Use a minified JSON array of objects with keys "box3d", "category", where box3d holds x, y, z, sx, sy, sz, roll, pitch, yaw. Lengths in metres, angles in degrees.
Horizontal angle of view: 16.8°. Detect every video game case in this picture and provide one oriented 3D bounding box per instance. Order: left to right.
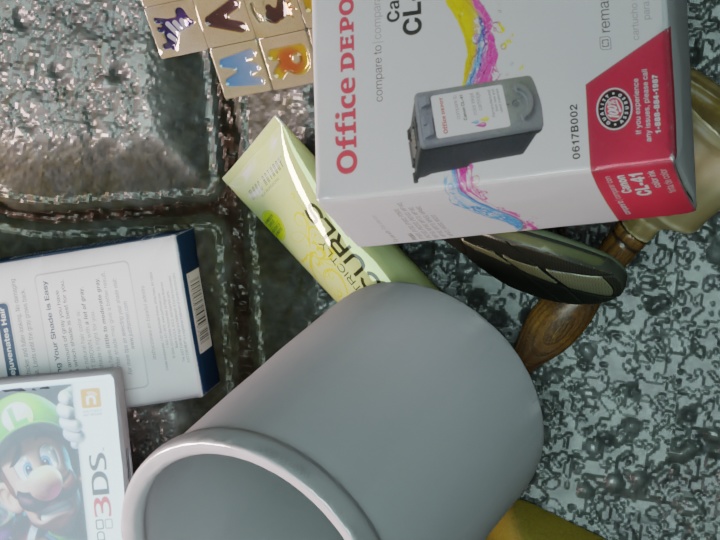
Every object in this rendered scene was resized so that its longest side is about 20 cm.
[{"box3d":[-0.229,0.156,1.433,0.198,0.023,0.183,-5,93,8],"category":"video game case"}]

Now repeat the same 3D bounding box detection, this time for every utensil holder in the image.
[{"box3d":[-0.008,0.120,1.360,0.169,0.200,0.171,17,125,26],"category":"utensil holder"}]

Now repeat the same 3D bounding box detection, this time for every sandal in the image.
[{"box3d":[0.067,-0.041,1.403,0.200,0.080,0.058,28,78,26],"category":"sandal"}]

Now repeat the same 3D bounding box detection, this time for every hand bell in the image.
[{"box3d":[0.152,-0.015,1.421,0.104,0.104,0.200,40,110,2],"category":"hand bell"}]

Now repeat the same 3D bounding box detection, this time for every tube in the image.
[{"box3d":[0.000,0.000,1.448,0.058,0.052,0.200,-42,89,9],"category":"tube"}]

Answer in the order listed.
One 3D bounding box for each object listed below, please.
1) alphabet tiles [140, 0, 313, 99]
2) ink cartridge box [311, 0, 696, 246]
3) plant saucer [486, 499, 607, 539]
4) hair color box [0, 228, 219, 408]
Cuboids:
[{"box3d":[-0.046,-0.188,1.419,0.199,0.006,0.167,-9,111,24],"category":"alphabet tiles"},{"box3d":[0.078,-0.101,1.327,0.199,0.086,0.149,-6,72,14],"category":"ink cartridge box"},{"box3d":[0.135,0.269,1.458,0.199,0.048,0.201,25,97,4],"category":"plant saucer"},{"box3d":[-0.193,0.039,1.471,0.199,0.061,0.101,-9,94,7],"category":"hair color box"}]
